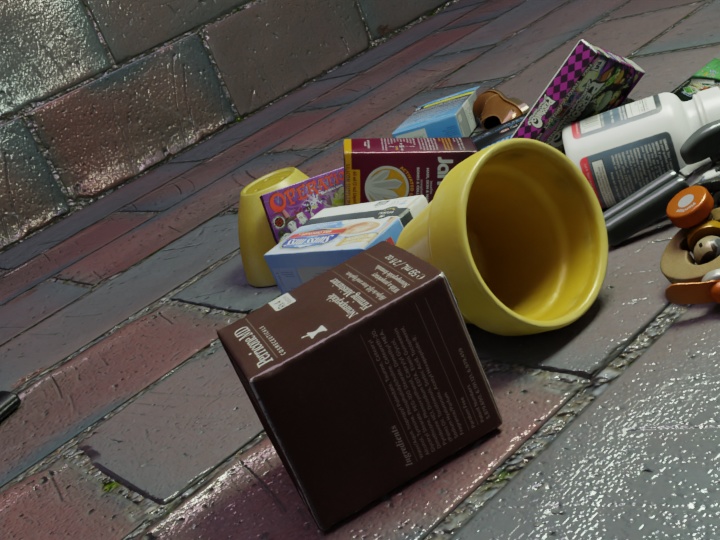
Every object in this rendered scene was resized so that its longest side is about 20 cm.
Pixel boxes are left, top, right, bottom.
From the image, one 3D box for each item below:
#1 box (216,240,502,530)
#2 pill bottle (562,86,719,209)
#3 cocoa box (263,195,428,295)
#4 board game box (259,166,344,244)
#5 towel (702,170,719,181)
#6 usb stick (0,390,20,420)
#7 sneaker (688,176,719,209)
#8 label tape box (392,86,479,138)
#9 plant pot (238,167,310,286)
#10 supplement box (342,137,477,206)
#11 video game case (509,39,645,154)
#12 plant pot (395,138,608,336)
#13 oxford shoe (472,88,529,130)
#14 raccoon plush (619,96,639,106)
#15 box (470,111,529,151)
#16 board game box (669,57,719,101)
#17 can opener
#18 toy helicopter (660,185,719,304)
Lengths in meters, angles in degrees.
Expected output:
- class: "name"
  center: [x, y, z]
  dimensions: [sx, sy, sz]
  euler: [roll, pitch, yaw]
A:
- class: "box"
  center: [-0.004, 0.100, 0.895]
  dimensions: [0.198, 0.166, 0.166]
  euler: [-28, 20, -12]
- class: "pill bottle"
  center: [0.371, -0.159, 1.207]
  dimensions: [0.198, 0.121, 0.120]
  euler: [-16, 20, 20]
- class: "cocoa box"
  center: [0.000, 0.000, 1.200]
  dimensions: [0.199, 0.135, 0.131]
  euler: [-2, 29, 47]
- class: "board game box"
  center: [-0.047, -0.092, 1.481]
  dimensions: [0.198, 0.121, 0.032]
  euler: [-21, 0, -14]
- class: "towel"
  center: [0.491, -0.111, 1.088]
  dimensions: [0.198, 0.024, 0.147]
  euler: [-19, 20, 13]
- class: "usb stick"
  center: [-0.590, 0.246, 1.403]
  dimensions: [0.055, 0.033, 0.200]
  euler: [-4, 27, 29]
- class: "sneaker"
  center: [0.444, -0.074, 0.994]
  dimensions: [0.198, 0.077, 0.091]
  euler: [2, 23, 35]
- class: "label tape box"
  center: [0.165, -0.301, 1.909]
  dimensions: [0.142, 0.067, 0.200]
  euler: [-13, 19, 28]
- class: "plant pot"
  center: [-0.126, -0.085, 1.560]
  dimensions: [0.198, 0.143, 0.200]
  euler: [-21, 19, 8]
- class: "supplement box"
  center: [0.073, -0.137, 1.418]
  dimensions: [0.197, 0.112, 0.086]
  euler: [-1, 21, -1]
- class: "video game case"
  center: [0.286, -0.209, 1.284]
  dimensions: [0.180, 0.036, 0.201]
  euler: [-3, -47, -55]
- class: "plant pot"
  center: [0.138, -0.021, 1.039]
  dimensions: [0.200, 0.202, 0.188]
  euler: [-35, 6, -31]
- class: "oxford shoe"
  center: [0.252, -0.298, 1.792]
  dimensions: [0.071, 0.072, 0.200]
  euler: [-31, 21, -7]
- class: "raccoon plush"
  center: [0.422, -0.210, 1.395]
  dimensions: [0.198, 0.098, 0.134]
  euler: [22, 24, 22]
- class: "box"
  center: [0.282, -0.217, 1.576]
  dimensions: [0.198, 0.050, 0.199]
  euler: [-22, 18, 7]
- class: "board game box"
  center: [0.520, -0.256, 1.344]
  dimensions: [0.104, 0.024, 0.199]
  euler: [24, 39, 30]
- class: "can opener"
  center: [0.365, -0.106, 1.115]
  dimensions: [0.199, 0.067, 0.053]
  euler: [-37, 15, 13]
- class: "toy helicopter"
  center: [0.375, -0.021, 0.898]
  dimensions: [0.199, 0.079, 0.133]
  euler: [-11, 39, 53]
